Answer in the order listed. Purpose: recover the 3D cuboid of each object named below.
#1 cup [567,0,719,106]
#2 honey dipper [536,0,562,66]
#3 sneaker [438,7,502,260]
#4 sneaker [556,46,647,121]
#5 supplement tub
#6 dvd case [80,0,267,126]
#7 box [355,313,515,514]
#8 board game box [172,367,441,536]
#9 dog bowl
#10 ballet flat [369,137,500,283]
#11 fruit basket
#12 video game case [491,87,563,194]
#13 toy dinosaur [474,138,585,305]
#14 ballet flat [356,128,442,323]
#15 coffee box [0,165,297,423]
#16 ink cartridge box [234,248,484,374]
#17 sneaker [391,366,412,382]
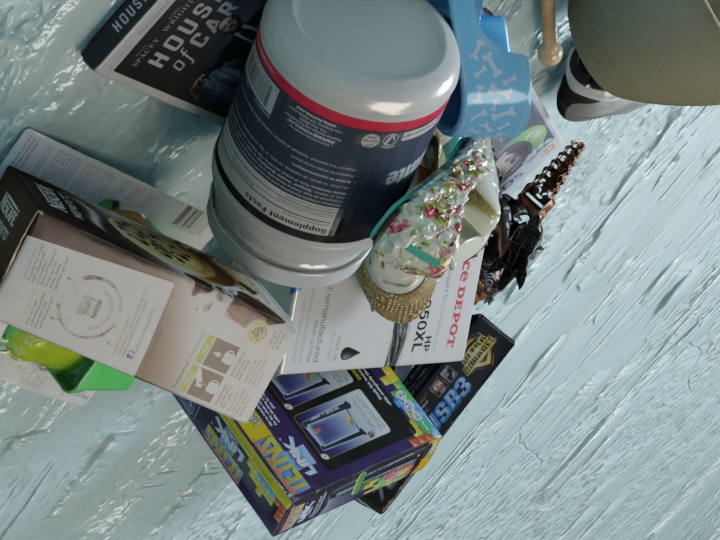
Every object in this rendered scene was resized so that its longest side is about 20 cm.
[{"bbox_3d":[0.255,-0.212,1.684,0.143,0.201,0.200,-24,167,35],"label":"cup"},{"bbox_3d":[0.153,-0.219,1.679,0.038,0.038,0.200,-36,156,-9],"label":"honey dipper"},{"bbox_3d":[0.056,-0.106,1.611,0.093,0.070,0.200,-1,98,-26],"label":"sneaker"},{"bbox_3d":[0.255,-0.184,1.851,0.200,0.074,0.079,-18,157,-28],"label":"sneaker"},{"bbox_3d":[-0.024,-0.098,1.451,0.140,0.140,0.200,-20,149,-36],"label":"supplement tub"},{"bbox_3d":[-0.086,-0.173,1.435,0.150,0.025,0.200,-46,156,13],"label":"dvd case"},{"bbox_3d":[0.053,0.132,1.932,0.200,0.050,0.199,-52,-176,-5],"label":"box"},{"bbox_3d":[-0.056,0.104,1.727,0.165,0.200,0.057,-20,152,-35],"label":"board game box"},{"bbox_3d":[0.069,-0.187,1.467,0.050,0.111,0.200,-13,103,-18],"label":"dog bowl"},{"bbox_3d":[0.063,-0.039,1.464,0.076,0.064,0.200,-56,176,30],"label":"ballet flat"},{"bbox_3d":[-0.220,0.001,1.490,0.200,0.094,0.185,27,105,-41],"label":"fruit basket"},{"bbox_3d":[0.085,-0.092,1.809,0.182,0.023,0.200,-41,155,2],"label":"video game case"},{"bbox_3d":[0.122,-0.037,1.854,0.136,0.102,0.200,9,102,-77],"label":"toy dinosaur"},{"bbox_3d":[0.026,-0.042,1.568,0.065,0.070,0.200,-78,168,-65],"label":"ballet flat"},{"bbox_3d":[-0.157,0.016,1.396,0.200,0.113,0.080,25,99,-26],"label":"coffee box"},{"bbox_3d":[0.000,0.000,1.678,0.200,0.084,0.145,-2,109,-41],"label":"ink cartridge box"},{"bbox_3d":[-0.039,0.125,1.955,0.200,0.074,0.085,-53,148,6],"label":"sneaker"}]
